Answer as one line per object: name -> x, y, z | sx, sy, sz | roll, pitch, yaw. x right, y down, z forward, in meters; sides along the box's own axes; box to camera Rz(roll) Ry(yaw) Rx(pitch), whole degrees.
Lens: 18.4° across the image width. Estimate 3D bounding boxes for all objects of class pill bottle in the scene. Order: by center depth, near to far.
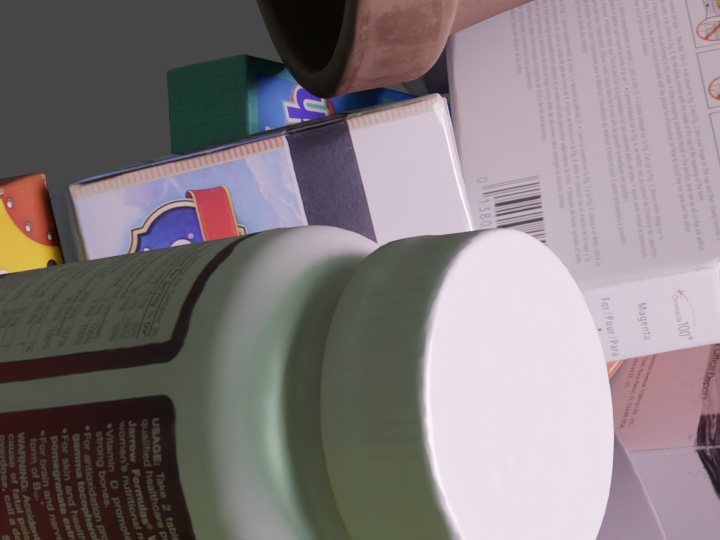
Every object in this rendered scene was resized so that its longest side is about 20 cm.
pill bottle -> -0.039, 0.047, 0.601 | 0.109, 0.199, 0.111 | 15, 71, -53

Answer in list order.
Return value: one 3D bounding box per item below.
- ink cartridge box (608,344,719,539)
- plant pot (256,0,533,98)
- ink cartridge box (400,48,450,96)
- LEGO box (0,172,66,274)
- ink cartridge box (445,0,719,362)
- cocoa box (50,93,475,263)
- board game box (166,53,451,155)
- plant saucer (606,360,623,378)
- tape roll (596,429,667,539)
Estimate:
ink cartridge box -> 0.187, 0.059, 1.062 | 0.084, 0.199, 0.145 | 57, 42, -31
plant pot -> 0.050, -0.176, 0.840 | 0.173, 0.200, 0.202 | -8, 90, -14
ink cartridge box -> 0.086, -0.186, 1.016 | 0.085, 0.144, 0.201 | 50, 45, -39
LEGO box -> -0.146, 0.085, 0.683 | 0.149, 0.077, 0.202 | -23, 102, -54
ink cartridge box -> 0.122, -0.055, 0.843 | 0.201, 0.172, 0.044 | -91, 169, -48
cocoa box -> -0.022, 0.052, 0.775 | 0.130, 0.133, 0.202 | -14, 92, -10
board game box -> 0.000, 0.000, 0.941 | 0.199, 0.045, 0.153 | 6, 79, -54
plant saucer -> 0.123, -0.024, 0.980 | 0.201, 0.032, 0.201 | -52, 164, -22
tape roll -> 0.102, 0.163, 0.941 | 0.200, 0.066, 0.202 | 162, -90, -89
